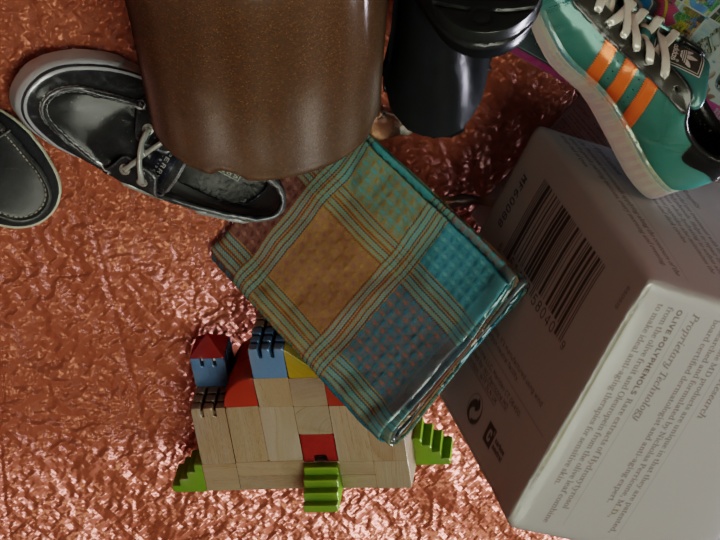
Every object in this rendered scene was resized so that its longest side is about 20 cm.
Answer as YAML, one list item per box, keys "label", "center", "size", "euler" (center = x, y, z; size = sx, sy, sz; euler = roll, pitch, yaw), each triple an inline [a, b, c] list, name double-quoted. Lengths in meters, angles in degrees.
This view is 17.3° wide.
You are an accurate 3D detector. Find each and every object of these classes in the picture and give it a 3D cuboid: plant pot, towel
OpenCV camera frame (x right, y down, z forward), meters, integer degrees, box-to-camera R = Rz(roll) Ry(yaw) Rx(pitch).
- label: "plant pot"
  center: [-0.064, -0.176, 1.443]
  size: [0.199, 0.201, 0.199]
  euler: [-14, 132, -14]
- label: "towel"
  center: [0.000, 0.000, 1.575]
  size: [0.147, 0.200, 0.022]
  euler: [-51, 154, 13]

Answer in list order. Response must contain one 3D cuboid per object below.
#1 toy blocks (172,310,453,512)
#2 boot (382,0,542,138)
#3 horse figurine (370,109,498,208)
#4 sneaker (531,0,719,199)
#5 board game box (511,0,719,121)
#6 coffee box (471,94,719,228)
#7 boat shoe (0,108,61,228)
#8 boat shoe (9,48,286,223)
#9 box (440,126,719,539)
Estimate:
- label: "toy blocks"
  center: [-0.042, 0.085, 1.655]
  size: [0.198, 0.100, 0.138]
  euler: [-2, 125, 10]
- label: "boot"
  center: [0.060, -0.145, 1.448]
  size: [0.076, 0.201, 0.169]
  euler: [-4, 132, -8]
- label: "horse figurine"
  center: [0.017, -0.012, 1.654]
  size: [0.132, 0.050, 0.201]
  euler: [19, 118, -18]
- label: "sneaker"
  center: [0.175, -0.135, 1.481]
  size: [0.080, 0.072, 0.200]
  euler: [-16, 124, 35]
- label: "board game box"
  center: [0.188, -0.174, 1.532]
  size: [0.199, 0.064, 0.148]
  euler: [30, 136, 1]
- label: "coffee box"
  center: [0.193, -0.067, 1.679]
  size: [0.200, 0.080, 0.114]
  euler: [-47, 126, 10]
- label: "boat shoe"
  center: [-0.263, -0.084, 1.488]
  size: [0.075, 0.062, 0.200]
  euler: [-43, 128, 5]
- label: "boat shoe"
  center: [-0.134, -0.081, 1.539]
  size: [0.199, 0.068, 0.072]
  euler: [25, 108, -33]
- label: "box"
  center: [0.174, 0.050, 1.571]
  size: [0.170, 0.199, 0.201]
  euler: [14, 117, -28]
